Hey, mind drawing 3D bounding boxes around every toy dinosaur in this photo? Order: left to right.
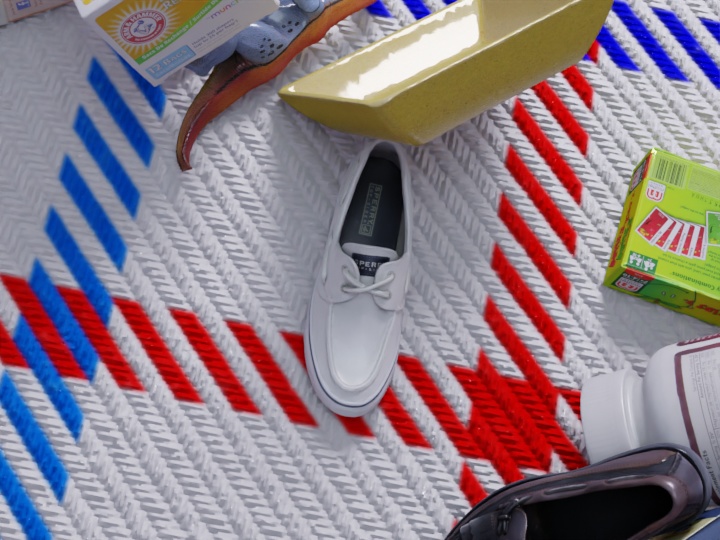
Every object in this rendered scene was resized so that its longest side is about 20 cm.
[{"bbox_3d":[-0.062,-0.188,0.861,0.180,0.105,0.202,-5,106,-17],"label":"toy dinosaur"}]

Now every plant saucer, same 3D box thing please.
[{"bbox_3d":[0.061,-0.146,0.799,0.199,0.200,0.049,-30,110,-15],"label":"plant saucer"}]

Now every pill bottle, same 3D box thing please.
[{"bbox_3d":[0.253,0.093,0.724,0.199,0.109,0.111,-17,71,25],"label":"pill bottle"}]

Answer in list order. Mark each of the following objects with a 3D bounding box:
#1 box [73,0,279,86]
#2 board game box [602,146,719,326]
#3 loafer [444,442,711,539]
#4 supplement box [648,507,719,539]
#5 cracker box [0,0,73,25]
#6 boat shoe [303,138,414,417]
[{"bbox_3d":[-0.155,-0.247,0.760,0.112,0.101,0.201,-31,67,6],"label":"box"},{"bbox_3d":[0.294,-0.008,0.834,0.198,0.048,0.102,20,71,1],"label":"board game box"},{"bbox_3d":[0.121,0.164,0.699,0.199,0.063,0.072,-30,79,24],"label":"loafer"},{"bbox_3d":[0.190,0.284,0.681,0.199,0.134,0.201,-28,77,-14],"label":"supplement box"},{"bbox_3d":[-0.322,-0.246,0.840,0.199,0.058,0.135,-23,75,-12],"label":"cracker box"},{"bbox_3d":[0.000,0.000,0.790,0.073,0.065,0.202,5,71,-5],"label":"boat shoe"}]
